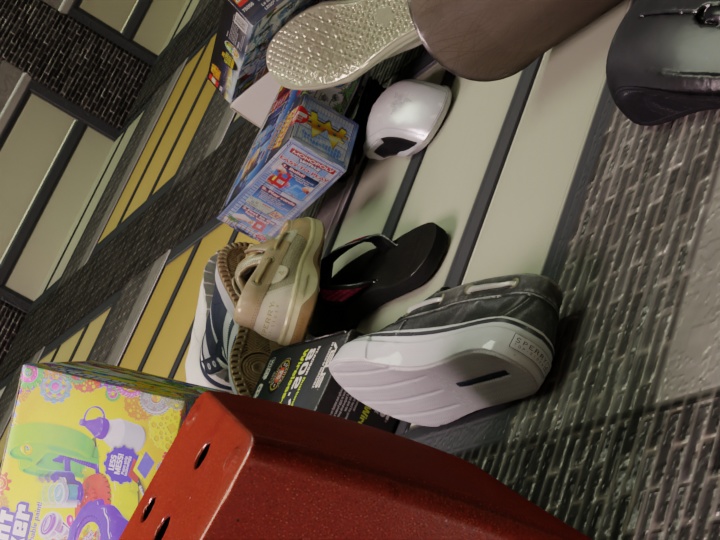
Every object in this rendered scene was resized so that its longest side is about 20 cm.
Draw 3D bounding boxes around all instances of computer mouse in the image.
[{"bbox_3d":[0.195,-0.140,0.803,0.139,0.053,0.200,-65,18,-14],"label":"computer mouse"},{"bbox_3d":[0.023,-0.140,1.296,0.110,0.044,0.200,-63,17,-12],"label":"computer mouse"}]

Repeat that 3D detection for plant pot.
[{"bbox_3d":[-0.027,0.169,0.721,0.200,0.176,0.200,-61,18,-3],"label":"plant pot"}]

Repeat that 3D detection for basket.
[{"bbox_3d":[0.144,-0.236,0.978,0.200,0.136,0.181,-18,39,60],"label":"basket"}]

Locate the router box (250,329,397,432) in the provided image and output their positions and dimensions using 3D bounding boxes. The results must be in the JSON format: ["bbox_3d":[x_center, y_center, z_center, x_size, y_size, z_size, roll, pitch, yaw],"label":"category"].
[{"bbox_3d":[-0.051,0.147,1.008,0.150,0.062,0.201,-19,44,63],"label":"router box"}]

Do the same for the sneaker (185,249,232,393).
[{"bbox_3d":[-0.135,0.057,1.380,0.200,0.076,0.081,-80,17,-51],"label":"sneaker"}]

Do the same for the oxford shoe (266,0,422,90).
[{"bbox_3d":[0.008,-0.208,1.232,0.199,0.076,0.058,-22,-4,25],"label":"oxford shoe"}]

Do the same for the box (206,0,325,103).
[{"bbox_3d":[-0.071,-0.238,1.297,0.137,0.040,0.200,-42,-2,-17],"label":"box"}]

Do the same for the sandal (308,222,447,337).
[{"bbox_3d":[0.000,0.000,1.131,0.200,0.045,0.075,-31,34,57],"label":"sandal"}]

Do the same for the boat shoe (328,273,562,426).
[{"bbox_3d":[0.057,0.047,0.883,0.200,0.072,0.071,-13,40,54],"label":"boat shoe"}]

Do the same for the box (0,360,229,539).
[{"bbox_3d":[-0.191,0.178,1.069,0.193,0.121,0.201,29,-107,-85],"label":"box"}]

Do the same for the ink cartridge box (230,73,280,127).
[{"bbox_3d":[-0.063,-0.274,1.682,0.147,0.083,0.201,-40,25,45],"label":"ink cartridge box"}]

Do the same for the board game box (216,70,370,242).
[{"bbox_3d":[-0.046,-0.135,1.336,0.201,0.062,0.200,-65,15,-13],"label":"board game box"}]

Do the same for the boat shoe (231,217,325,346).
[{"bbox_3d":[-0.069,0.001,1.156,0.200,0.065,0.072,-90,16,-68],"label":"boat shoe"}]

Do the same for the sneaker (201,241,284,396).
[{"bbox_3d":[-0.092,0.082,1.222,0.109,0.070,0.201,107,156,-43],"label":"sneaker"}]
